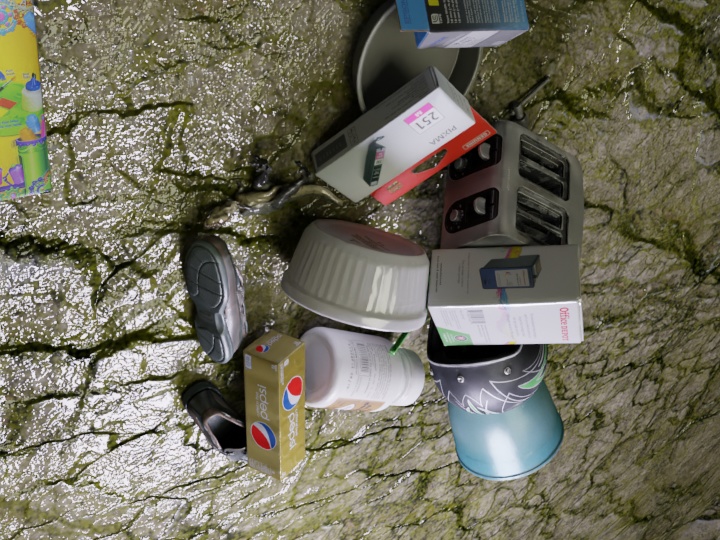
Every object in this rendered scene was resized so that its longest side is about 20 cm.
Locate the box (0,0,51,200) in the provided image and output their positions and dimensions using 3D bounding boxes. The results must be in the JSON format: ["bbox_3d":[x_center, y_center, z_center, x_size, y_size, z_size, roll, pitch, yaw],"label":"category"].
[{"bbox_3d":[-0.393,-0.162,0.771,0.197,0.122,0.195,-14,129,-30],"label":"box"}]

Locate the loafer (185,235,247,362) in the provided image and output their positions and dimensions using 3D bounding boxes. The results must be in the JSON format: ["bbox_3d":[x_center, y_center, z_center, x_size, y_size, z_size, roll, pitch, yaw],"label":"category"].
[{"bbox_3d":[-0.179,0.029,1.128,0.063,0.071,0.202,-41,149,-38],"label":"loafer"}]

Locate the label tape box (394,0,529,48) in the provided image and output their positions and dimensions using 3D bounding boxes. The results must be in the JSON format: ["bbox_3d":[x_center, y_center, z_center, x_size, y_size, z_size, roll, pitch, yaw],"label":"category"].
[{"bbox_3d":[0.095,-0.339,1.024,0.197,0.063,0.147,-11,89,-33],"label":"label tape box"}]

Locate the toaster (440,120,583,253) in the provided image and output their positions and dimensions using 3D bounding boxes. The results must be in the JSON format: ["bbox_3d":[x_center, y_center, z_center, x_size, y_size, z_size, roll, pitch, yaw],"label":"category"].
[{"bbox_3d":[0.219,-0.086,1.240,0.198,0.118,0.184,22,64,-30],"label":"toaster"}]

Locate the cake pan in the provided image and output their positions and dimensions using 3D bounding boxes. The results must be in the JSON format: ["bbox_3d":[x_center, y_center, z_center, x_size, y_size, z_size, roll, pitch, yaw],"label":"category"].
[{"bbox_3d":[0.070,-0.269,1.125,0.198,0.037,0.203,-21,132,-25],"label":"cake pan"}]

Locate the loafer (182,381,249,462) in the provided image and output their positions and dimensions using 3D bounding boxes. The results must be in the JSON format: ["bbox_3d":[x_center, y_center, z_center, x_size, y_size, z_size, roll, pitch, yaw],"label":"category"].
[{"bbox_3d":[-0.190,0.238,1.275,0.072,0.063,0.201,-39,137,-6],"label":"loafer"}]

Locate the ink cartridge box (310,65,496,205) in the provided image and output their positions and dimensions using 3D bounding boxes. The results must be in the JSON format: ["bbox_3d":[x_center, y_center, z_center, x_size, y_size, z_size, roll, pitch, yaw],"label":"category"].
[{"bbox_3d":[0.063,-0.154,1.143,0.199,0.044,0.173,-32,142,24],"label":"ink cartridge box"}]

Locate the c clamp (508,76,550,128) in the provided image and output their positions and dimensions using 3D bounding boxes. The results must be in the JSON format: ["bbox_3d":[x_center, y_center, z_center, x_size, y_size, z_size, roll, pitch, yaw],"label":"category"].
[{"bbox_3d":[0.241,-0.168,1.345,0.170,0.027,0.201,-35,136,-13],"label":"c clamp"}]

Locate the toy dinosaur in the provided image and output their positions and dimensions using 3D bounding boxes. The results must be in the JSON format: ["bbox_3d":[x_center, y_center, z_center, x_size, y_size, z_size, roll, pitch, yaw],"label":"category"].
[{"bbox_3d":[-0.104,-0.101,1.099,0.197,0.048,0.089,-12,145,-25],"label":"toy dinosaur"}]

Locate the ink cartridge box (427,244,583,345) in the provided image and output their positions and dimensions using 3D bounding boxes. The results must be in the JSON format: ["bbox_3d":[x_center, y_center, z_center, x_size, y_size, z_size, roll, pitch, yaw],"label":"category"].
[{"bbox_3d":[0.201,0.037,1.193,0.196,0.089,0.146,-1,154,16],"label":"ink cartridge box"}]

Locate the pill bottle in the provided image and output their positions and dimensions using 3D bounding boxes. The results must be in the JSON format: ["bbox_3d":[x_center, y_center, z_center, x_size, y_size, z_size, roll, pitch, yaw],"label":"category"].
[{"bbox_3d":[0.001,0.154,1.328,0.198,0.114,0.115,13,112,-43],"label":"pill bottle"}]

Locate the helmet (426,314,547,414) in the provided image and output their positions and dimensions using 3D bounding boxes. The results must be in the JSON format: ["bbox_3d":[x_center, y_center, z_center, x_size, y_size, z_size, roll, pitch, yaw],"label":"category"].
[{"bbox_3d":[0.194,0.124,1.344,0.199,0.198,0.194,23,66,-46],"label":"helmet"}]

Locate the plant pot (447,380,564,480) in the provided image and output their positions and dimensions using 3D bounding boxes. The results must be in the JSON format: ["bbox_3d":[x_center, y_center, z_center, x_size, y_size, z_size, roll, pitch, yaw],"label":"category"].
[{"bbox_3d":[0.235,0.222,1.525,0.198,0.200,0.190,-31,120,-16],"label":"plant pot"}]

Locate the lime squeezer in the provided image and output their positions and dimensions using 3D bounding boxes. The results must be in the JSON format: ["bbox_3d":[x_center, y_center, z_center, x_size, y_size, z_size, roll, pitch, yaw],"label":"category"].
[{"bbox_3d":[0.096,0.050,1.356,0.202,0.037,0.071,-62,180,-15],"label":"lime squeezer"}]

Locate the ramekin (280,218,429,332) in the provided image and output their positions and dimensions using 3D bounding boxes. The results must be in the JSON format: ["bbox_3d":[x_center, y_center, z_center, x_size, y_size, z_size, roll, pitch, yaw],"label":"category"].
[{"bbox_3d":[0.000,0.000,1.162,0.200,0.201,0.096,3,107,-40],"label":"ramekin"}]

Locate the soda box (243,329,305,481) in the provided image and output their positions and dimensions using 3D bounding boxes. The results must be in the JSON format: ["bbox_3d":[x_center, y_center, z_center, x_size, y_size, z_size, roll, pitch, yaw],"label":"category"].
[{"bbox_3d":[-0.120,0.192,1.247,0.068,0.063,0.203,-37,136,-51],"label":"soda box"}]
